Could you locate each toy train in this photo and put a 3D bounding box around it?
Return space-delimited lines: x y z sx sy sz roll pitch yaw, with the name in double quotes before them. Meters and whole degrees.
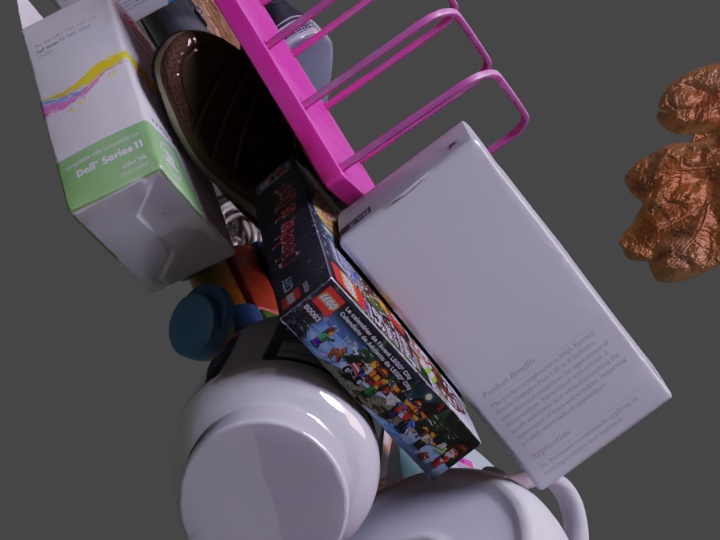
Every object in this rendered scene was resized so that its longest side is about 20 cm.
"toy train" -0.104 -0.003 1.079 0.116 0.085 0.200 27 29 -50

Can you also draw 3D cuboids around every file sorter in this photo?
"file sorter" 0.000 -0.149 0.979 0.200 0.125 0.139 59 8 18

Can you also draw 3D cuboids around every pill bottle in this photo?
"pill bottle" -0.046 0.102 0.887 0.120 0.119 0.200 63 7 -8

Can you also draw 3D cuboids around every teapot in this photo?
"teapot" 0.061 0.225 0.938 0.146 0.199 0.198 56 9 -31

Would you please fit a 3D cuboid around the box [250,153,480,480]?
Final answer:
"box" -0.001 0.022 0.922 0.137 0.038 0.200 49 9 -24

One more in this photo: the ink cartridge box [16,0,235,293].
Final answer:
"ink cartridge box" -0.156 -0.100 1.012 0.117 0.067 0.201 54 13 -56

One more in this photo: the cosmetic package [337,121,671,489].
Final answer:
"cosmetic package" 0.084 0.021 0.918 0.200 0.102 0.074 52 7 -13

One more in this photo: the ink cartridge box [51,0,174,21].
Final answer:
"ink cartridge box" -0.196 -0.301 1.117 0.200 0.147 0.145 57 10 -51

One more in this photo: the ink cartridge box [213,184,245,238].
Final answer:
"ink cartridge box" -0.088 -0.064 1.334 0.146 0.083 0.200 60 7 -34

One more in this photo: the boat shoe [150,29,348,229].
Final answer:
"boat shoe" -0.080 -0.079 1.023 0.075 0.075 0.203 17 -28 49

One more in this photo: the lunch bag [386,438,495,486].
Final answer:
"lunch bag" 0.082 0.210 1.110 0.200 0.122 0.170 55 7 -10

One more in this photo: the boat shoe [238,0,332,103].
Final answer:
"boat shoe" -0.071 -0.115 1.158 0.068 0.073 0.200 49 -30 32

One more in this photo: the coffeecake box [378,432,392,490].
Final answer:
"coffeecake box" -0.034 0.088 1.231 0.200 0.073 0.154 56 11 -47

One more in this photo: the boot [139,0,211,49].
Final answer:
"boot" -0.192 -0.262 1.318 0.201 0.065 0.165 64 6 18
